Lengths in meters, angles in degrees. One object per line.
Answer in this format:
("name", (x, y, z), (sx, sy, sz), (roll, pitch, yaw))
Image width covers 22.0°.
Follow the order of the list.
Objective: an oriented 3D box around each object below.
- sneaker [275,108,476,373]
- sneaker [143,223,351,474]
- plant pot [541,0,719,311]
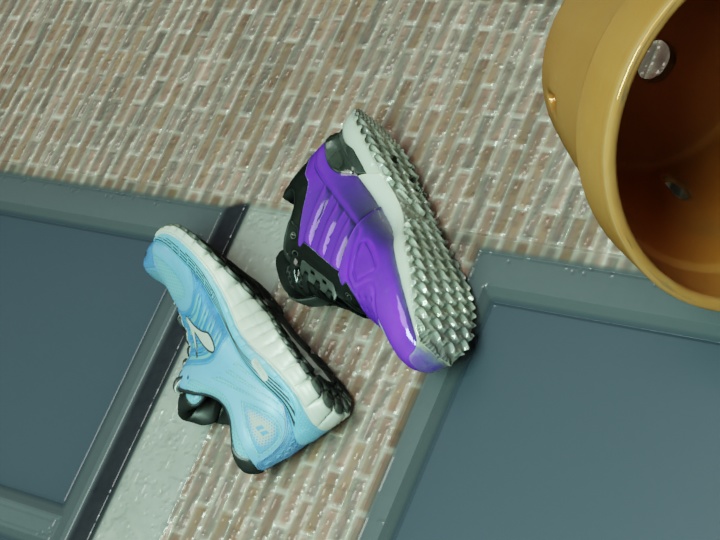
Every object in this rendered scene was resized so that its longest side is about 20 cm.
("sneaker", (0.000, 0.000, 1.123), (0.099, 0.070, 0.201), (-36, 44, 18))
("sneaker", (-0.092, 0.047, 1.142), (0.090, 0.078, 0.200), (-45, 47, 5))
("plant pot", (0.187, -0.096, 0.985), (0.200, 0.200, 0.140), (-45, 32, 1))
